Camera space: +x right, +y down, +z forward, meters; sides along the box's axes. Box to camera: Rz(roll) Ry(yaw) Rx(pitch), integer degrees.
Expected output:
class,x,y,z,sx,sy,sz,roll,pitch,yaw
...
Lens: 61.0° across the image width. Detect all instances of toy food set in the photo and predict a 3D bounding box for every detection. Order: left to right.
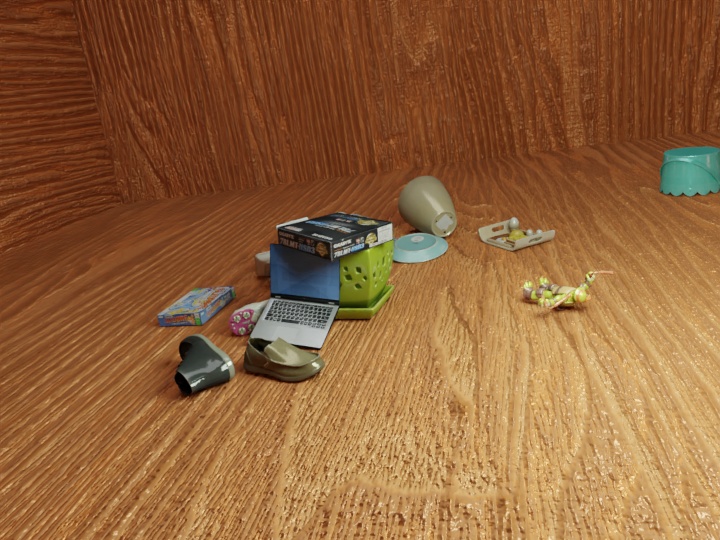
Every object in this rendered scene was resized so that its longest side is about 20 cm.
class,x,y,z,sx,sy,sz,roll,pitch,yaw
toy food set,0.474,-0.118,1.868,0.141,0.061,0.200,-15,18,-19

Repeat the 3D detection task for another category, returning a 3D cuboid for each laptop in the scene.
class,x,y,z,sx,sy,sz,roll,pitch,yaw
laptop,-0.151,0.056,1.395,0.184,0.117,0.202,5,47,22

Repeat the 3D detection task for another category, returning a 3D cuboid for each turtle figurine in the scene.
class,x,y,z,sx,sy,sz,roll,pitch,yaw
turtle figurine,0.451,0.048,1.352,0.198,0.065,0.161,-27,15,-23

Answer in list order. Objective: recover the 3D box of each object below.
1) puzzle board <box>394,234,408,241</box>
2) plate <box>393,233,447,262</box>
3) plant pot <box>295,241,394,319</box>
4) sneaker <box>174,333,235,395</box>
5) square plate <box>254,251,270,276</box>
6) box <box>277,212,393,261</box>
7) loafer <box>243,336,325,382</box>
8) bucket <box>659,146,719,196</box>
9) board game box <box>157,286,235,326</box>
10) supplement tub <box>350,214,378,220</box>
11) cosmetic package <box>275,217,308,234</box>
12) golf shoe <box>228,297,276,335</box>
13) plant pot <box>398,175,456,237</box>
class,x,y,z,sx,sy,sz,roll,pitch,yaw
puzzle board,0.165,-0.089,2.008,0.148,0.018,0.200,-11,18,-5
plate,0.174,-0.079,1.909,0.196,0.026,0.201,-8,26,4
plant pot,-0.025,0.010,1.512,0.197,0.185,0.199,-2,17,22
sneaker,-0.358,0.193,1.281,0.105,0.076,0.198,-20,21,-38
square plate,-0.225,-0.029,1.872,0.195,0.029,0.200,-13,-13,-12
box,-0.058,-0.085,1.418,0.197,0.051,0.198,-17,23,-40
loafer,-0.164,0.177,1.248,0.197,0.069,0.076,0,19,27
bucket,1.148,-0.347,2.124,0.203,0.137,0.208,-8,17,3
board game box,-0.451,0.098,1.699,0.133,0.035,0.200,-4,18,16
supplement tub,-0.003,-0.097,1.900,0.143,0.147,0.199,-17,19,-25
cosmetic package,-0.189,-0.090,1.887,0.100,0.072,0.200,-16,-14,0
golf shoe,-0.232,0.100,1.523,0.197,0.077,0.091,-12,14,-12
plant pot,0.246,-0.199,2.084,0.184,0.190,0.201,-12,31,-12
